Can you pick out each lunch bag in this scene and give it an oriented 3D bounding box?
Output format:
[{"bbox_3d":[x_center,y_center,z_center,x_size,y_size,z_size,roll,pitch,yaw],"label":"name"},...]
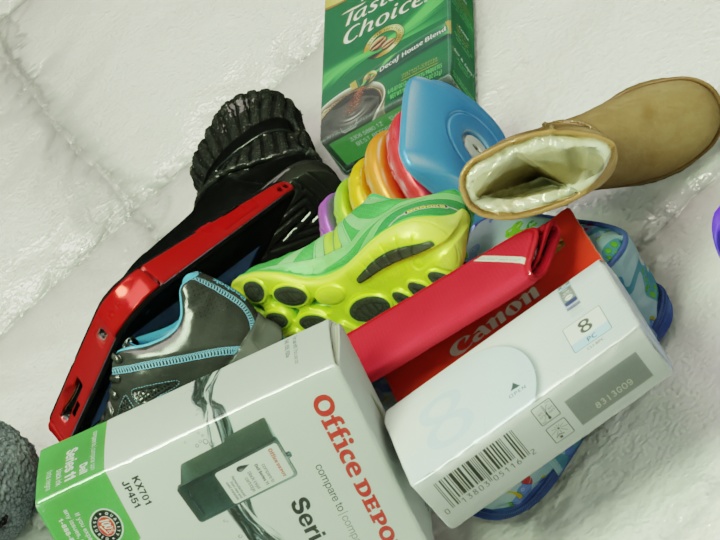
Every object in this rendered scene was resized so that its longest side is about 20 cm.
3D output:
[{"bbox_3d":[0.090,0.056,1.663,0.161,0.083,0.200,8,55,49],"label":"lunch bag"}]

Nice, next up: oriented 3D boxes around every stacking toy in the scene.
[{"bbox_3d":[0.013,-0.033,1.859,0.200,0.116,0.110,-37,28,31],"label":"stacking toy"}]

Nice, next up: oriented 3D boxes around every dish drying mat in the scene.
[{"bbox_3d":[0.035,0.032,1.621,0.200,0.018,0.077,-31,18,27],"label":"dish drying mat"}]

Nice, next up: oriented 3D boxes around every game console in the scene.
[{"bbox_3d":[-0.131,0.036,1.821,0.177,0.031,0.200,-33,-17,-37],"label":"game console"}]

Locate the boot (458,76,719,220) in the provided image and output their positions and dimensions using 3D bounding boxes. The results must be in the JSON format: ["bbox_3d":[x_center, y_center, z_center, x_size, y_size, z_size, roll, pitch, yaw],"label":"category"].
[{"bbox_3d":[0.153,-0.075,1.674,0.175,0.066,0.200,-22,1,6],"label":"boot"}]

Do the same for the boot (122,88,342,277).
[{"bbox_3d":[-0.113,-0.038,1.992,0.211,0.080,0.158,-34,35,-3],"label":"boot"}]

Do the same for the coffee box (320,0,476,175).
[{"bbox_3d":[0.028,-0.170,2.046,0.123,0.044,0.200,-25,34,22],"label":"coffee box"}]

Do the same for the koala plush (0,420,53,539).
[{"bbox_3d":[-0.302,0.180,1.835,0.200,0.177,0.184,-49,13,-9],"label":"koala plush"}]

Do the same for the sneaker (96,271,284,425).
[{"bbox_3d":[-0.142,0.088,1.727,0.200,0.082,0.073,-47,10,4],"label":"sneaker"}]

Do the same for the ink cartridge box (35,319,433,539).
[{"bbox_3d":[-0.072,0.139,1.564,0.200,0.147,0.083,-26,18,5],"label":"ink cartridge box"}]

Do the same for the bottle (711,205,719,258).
[{"bbox_3d":[0.264,0.024,1.522,0.065,0.084,0.200,-33,31,8],"label":"bottle"}]

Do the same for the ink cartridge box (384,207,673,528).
[{"bbox_3d":[0.082,0.042,1.566,0.160,0.047,0.200,-37,33,7],"label":"ink cartridge box"}]

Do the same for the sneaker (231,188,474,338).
[{"bbox_3d":[0.000,0.000,1.723,0.200,0.074,0.084,-18,24,39],"label":"sneaker"}]
